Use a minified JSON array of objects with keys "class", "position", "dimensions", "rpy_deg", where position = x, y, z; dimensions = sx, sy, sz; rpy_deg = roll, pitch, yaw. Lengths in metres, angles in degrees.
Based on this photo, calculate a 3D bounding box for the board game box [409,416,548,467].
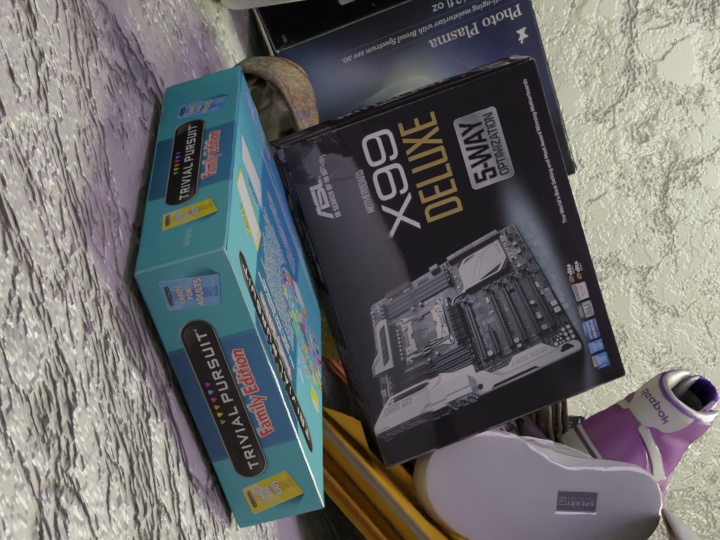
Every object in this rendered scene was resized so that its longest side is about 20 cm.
[{"class":"board game box","position":[0.116,0.163,1.205],"dimensions":[0.200,0.032,0.120],"rpy_deg":[49,38,-3]}]

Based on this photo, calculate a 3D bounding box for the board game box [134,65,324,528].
[{"class":"board game box","position":[-0.063,0.008,0.885],"dimensions":[0.201,0.047,0.152],"rpy_deg":[-92,166,-60]}]

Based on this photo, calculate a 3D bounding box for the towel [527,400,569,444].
[{"class":"towel","position":[0.091,0.057,1.312],"dimensions":[0.200,0.034,0.133],"rpy_deg":[41,-31,49]}]

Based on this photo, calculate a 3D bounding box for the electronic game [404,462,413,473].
[{"class":"electronic game","position":[0.033,0.132,1.356],"dimensions":[0.200,0.041,0.202],"rpy_deg":[-9,90,-86]}]

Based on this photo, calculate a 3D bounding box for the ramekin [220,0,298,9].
[{"class":"ramekin","position":[-0.018,-0.242,1.196],"dimensions":[0.201,0.199,0.099],"rpy_deg":[-69,151,-78]}]

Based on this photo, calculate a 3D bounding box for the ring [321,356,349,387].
[{"class":"ring","position":[0.000,0.000,1.201],"dimensions":[0.200,0.019,0.202],"rpy_deg":[35,44,-42]}]

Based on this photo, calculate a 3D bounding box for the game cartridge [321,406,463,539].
[{"class":"game cartridge","position":[0.034,0.161,1.075],"dimensions":[0.176,0.032,0.200],"rpy_deg":[47,0,13]}]

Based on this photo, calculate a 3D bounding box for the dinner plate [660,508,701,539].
[{"class":"dinner plate","position":[0.234,0.240,1.076],"dimensions":[0.200,0.024,0.202],"rpy_deg":[-21,90,-86]}]

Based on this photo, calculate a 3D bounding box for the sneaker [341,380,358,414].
[{"class":"sneaker","position":[-0.009,0.014,1.260],"dimensions":[0.080,0.070,0.202],"rpy_deg":[17,58,-53]}]

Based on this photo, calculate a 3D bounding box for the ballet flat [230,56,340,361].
[{"class":"ballet flat","position":[-0.047,-0.040,1.079],"dimensions":[0.071,0.070,0.202],"rpy_deg":[44,31,-75]}]

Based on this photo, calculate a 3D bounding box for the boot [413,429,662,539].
[{"class":"boot","position":[0.093,0.140,1.107],"dimensions":[0.199,0.095,0.074],"rpy_deg":[16,82,-35]}]

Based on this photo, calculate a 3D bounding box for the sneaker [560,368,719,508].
[{"class":"sneaker","position":[0.223,0.132,1.280],"dimensions":[0.073,0.114,0.200],"rpy_deg":[54,3,21]}]

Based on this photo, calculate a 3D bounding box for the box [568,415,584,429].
[{"class":"box","position":[0.117,0.227,1.320],"dimensions":[0.201,0.103,0.149],"rpy_deg":[-70,154,-53]}]

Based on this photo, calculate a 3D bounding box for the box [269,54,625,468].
[{"class":"box","position":[0.052,-0.007,1.013],"dimensions":[0.050,0.157,0.202],"rpy_deg":[-146,-143,-74]}]

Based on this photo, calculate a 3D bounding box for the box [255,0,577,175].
[{"class":"box","position":[0.045,-0.146,1.361],"dimensions":[0.124,0.199,0.199],"rpy_deg":[-113,-178,-56]}]
